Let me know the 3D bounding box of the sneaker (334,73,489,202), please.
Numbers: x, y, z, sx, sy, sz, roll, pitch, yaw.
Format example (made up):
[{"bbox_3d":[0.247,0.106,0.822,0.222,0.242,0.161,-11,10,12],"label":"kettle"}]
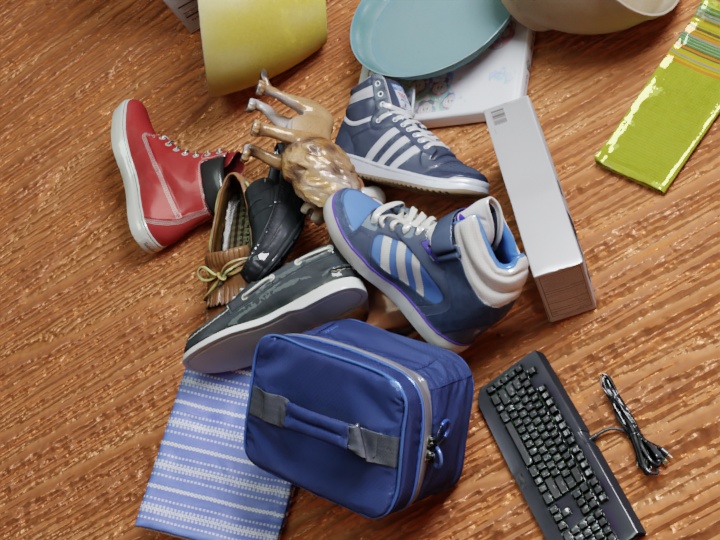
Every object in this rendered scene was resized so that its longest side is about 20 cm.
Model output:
[{"bbox_3d":[0.054,-0.136,1.310,0.199,0.070,0.110,16,91,39],"label":"sneaker"}]

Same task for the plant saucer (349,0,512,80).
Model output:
[{"bbox_3d":[0.083,-0.276,1.383,0.198,0.027,0.202,-17,49,20],"label":"plant saucer"}]

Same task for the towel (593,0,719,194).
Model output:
[{"bbox_3d":[0.310,-0.170,1.235,0.086,0.018,0.201,29,79,39],"label":"towel"}]

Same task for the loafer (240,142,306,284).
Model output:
[{"bbox_3d":[-0.090,-0.060,1.326,0.068,0.070,0.201,-53,11,41],"label":"loafer"}]

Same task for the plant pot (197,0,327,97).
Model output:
[{"bbox_3d":[-0.112,-0.304,1.468,0.140,0.201,0.202,-6,55,-4],"label":"plant pot"}]

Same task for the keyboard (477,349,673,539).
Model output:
[{"bbox_3d":[0.187,0.149,1.113,0.126,0.021,0.201,-33,52,9],"label":"keyboard"}]

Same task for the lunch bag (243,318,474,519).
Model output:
[{"bbox_3d":[-0.002,0.131,1.130,0.199,0.132,0.138,15,105,36],"label":"lunch bag"}]

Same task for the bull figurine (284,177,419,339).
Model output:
[{"bbox_3d":[0.000,0.000,1.282,0.121,0.065,0.201,-38,49,10],"label":"bull figurine"}]

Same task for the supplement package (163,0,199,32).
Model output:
[{"bbox_3d":[-0.210,-0.433,1.573,0.150,0.200,0.153,-27,52,14],"label":"supplement package"}]

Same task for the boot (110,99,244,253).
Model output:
[{"bbox_3d":[-0.205,-0.133,1.478,0.143,0.072,0.202,-26,60,13],"label":"boot"}]

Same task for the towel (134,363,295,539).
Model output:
[{"bbox_3d":[-0.122,0.166,1.248,0.143,0.024,0.202,11,67,11],"label":"towel"}]

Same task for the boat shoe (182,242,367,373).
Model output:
[{"bbox_3d":[-0.086,0.037,1.241,0.198,0.076,0.061,-23,60,12],"label":"boat shoe"}]

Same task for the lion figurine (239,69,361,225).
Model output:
[{"bbox_3d":[-0.056,-0.135,1.312,0.201,0.121,0.073,-89,19,-49],"label":"lion figurine"}]

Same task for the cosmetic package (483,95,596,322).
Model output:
[{"bbox_3d":[0.168,-0.060,1.207,0.050,0.083,0.202,-17,55,7],"label":"cosmetic package"}]

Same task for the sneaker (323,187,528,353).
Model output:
[{"bbox_3d":[0.068,-0.037,1.170,0.200,0.080,0.147,49,129,15],"label":"sneaker"}]

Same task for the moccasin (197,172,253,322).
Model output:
[{"bbox_3d":[-0.132,-0.006,1.349,0.073,0.078,0.204,-3,65,28],"label":"moccasin"}]

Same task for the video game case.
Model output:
[{"bbox_3d":[0.093,-0.237,1.396,0.198,0.024,0.184,-3,61,28],"label":"video game case"}]

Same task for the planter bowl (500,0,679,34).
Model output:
[{"bbox_3d":[0.210,-0.319,1.286,0.134,0.199,0.202,-24,49,45],"label":"planter bowl"}]
